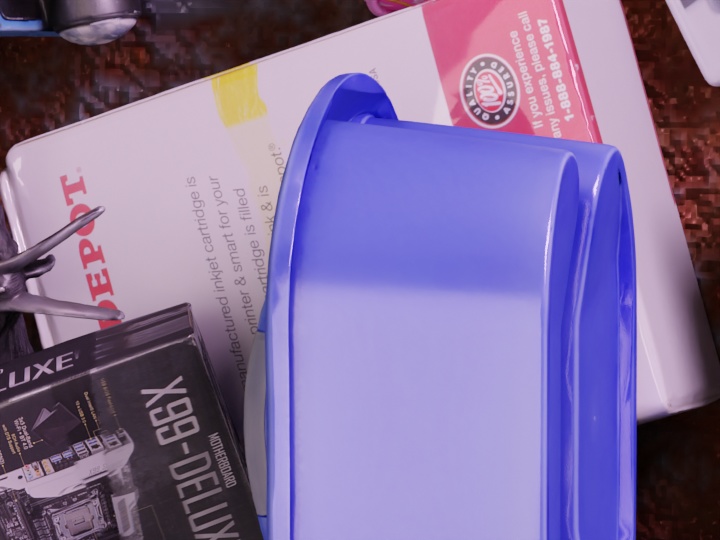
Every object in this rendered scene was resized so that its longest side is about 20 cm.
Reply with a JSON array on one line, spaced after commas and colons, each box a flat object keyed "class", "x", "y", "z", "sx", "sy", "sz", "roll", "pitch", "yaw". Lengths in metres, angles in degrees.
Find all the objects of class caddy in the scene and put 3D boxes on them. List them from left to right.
[{"class": "caddy", "x": 0.017, "y": 0.044, "z": 0.830, "sx": 0.104, "sy": 0.141, "sz": 0.201, "roll": 1, "pitch": 93, "yaw": 15}]

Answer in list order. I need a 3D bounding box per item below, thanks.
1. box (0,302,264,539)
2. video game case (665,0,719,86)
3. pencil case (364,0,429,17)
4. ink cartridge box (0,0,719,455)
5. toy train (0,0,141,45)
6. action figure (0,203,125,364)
[{"class": "box", "x": -0.092, "y": 0.130, "z": 0.906, "sx": 0.157, "sy": 0.050, "sz": 0.201, "roll": -20, "pitch": 102, "yaw": -1}, {"class": "video game case", "x": 0.128, "y": -0.184, "z": 0.893, "sx": 0.182, "sy": 0.023, "sz": 0.201, "roll": -34, "pitch": 78, "yaw": 44}, {"class": "pencil case", "x": 0.007, "y": -0.182, "z": 0.935, "sx": 0.087, "sy": 0.087, "sz": 0.201, "roll": -27, "pitch": 74, "yaw": 19}, {"class": "ink cartridge box", "x": 0.000, "y": 0.000, "z": 0.953, "sx": 0.199, "sy": 0.083, "sz": 0.146, "roll": -16, "pitch": 86, "yaw": 20}, {"class": "toy train", "x": -0.128, "y": -0.171, "z": 1.001, "sx": 0.114, "sy": 0.087, "sz": 0.201, "roll": -11, "pitch": 90, "yaw": 30}, {"class": "action figure", "x": -0.176, "y": 0.009, "z": 0.937, "sx": 0.199, "sy": 0.102, "sz": 0.119, "roll": 2, "pitch": 116, "yaw": 35}]
